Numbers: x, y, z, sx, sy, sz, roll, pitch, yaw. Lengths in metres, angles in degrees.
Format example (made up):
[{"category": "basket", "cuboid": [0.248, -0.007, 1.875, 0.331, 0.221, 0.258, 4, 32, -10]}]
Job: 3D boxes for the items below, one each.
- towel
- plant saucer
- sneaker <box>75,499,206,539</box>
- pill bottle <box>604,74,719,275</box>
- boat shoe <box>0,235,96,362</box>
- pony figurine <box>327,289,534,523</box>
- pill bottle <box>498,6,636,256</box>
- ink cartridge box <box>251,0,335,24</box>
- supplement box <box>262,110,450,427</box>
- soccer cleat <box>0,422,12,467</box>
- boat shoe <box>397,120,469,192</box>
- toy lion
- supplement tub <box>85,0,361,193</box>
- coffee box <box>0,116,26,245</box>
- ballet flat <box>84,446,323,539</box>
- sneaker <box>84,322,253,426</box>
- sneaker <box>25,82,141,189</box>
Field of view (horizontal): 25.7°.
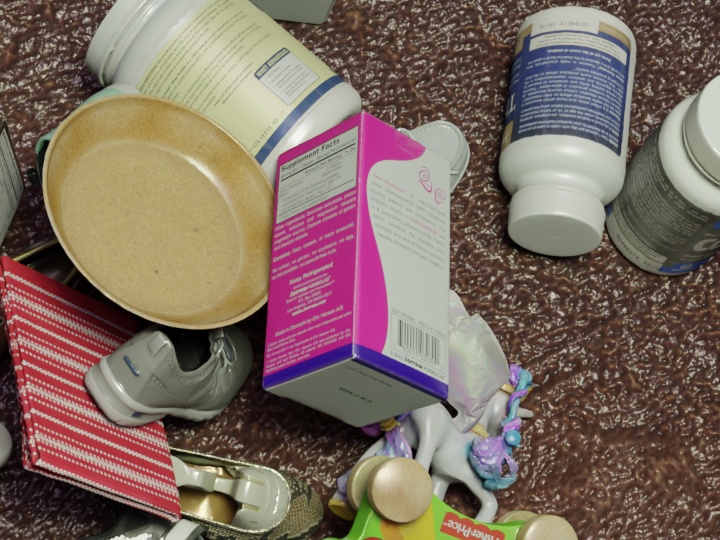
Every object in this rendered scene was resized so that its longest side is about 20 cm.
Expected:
[{"category": "towel", "cuboid": [-0.204, 0.086, 1.166, 0.144, 0.022, 0.201, 29, 29, -42]}, {"category": "plant saucer", "cuboid": [-0.149, -0.039, 1.181, 0.199, 0.035, 0.202, 18, 53, -25]}, {"category": "sneaker", "cuboid": [-0.207, 0.249, 1.173, 0.090, 0.067, 0.201, 35, 74, 10]}, {"category": "pill bottle", "cuboid": [0.293, -0.082, 1.349, 0.113, 0.200, 0.115, 4, 68, -11]}, {"category": "boat shoe", "cuboid": [-0.290, 0.030, 1.242, 0.072, 0.068, 0.200, 46, 66, 7]}, {"category": "pony figurine", "cuboid": [0.055, 0.123, 1.257, 0.193, 0.166, 0.201, 45, 58, -28]}, {"category": "pill bottle", "cuboid": [0.180, -0.120, 1.388, 0.110, 0.111, 0.202, 13, 66, -8]}, {"category": "ink cartridge box", "cuboid": [-0.094, -0.336, 1.423, 0.144, 0.084, 0.202, 3, 68, -15]}, {"category": "supplement box", "cuboid": [0.000, 0.000, 1.183, 0.101, 0.103, 0.202, 26, 56, -38]}, {"category": "soccer cleat", "cuboid": [-0.359, 0.122, 1.187, 0.198, 0.078, 0.070, 14, 34, -2]}, {"category": "boat shoe", "cuboid": [0.018, -0.069, 1.355, 0.201, 0.065, 0.075, -32, 79, -22]}, {"category": "toy lion", "cuboid": [0.039, 0.243, 1.139, 0.199, 0.069, 0.193, 22, 79, -16]}, {"category": "supplement tub", "cuboid": [-0.114, -0.149, 1.313, 0.200, 0.145, 0.145, 40, 66, 5]}, {"category": "coffee box", "cuboid": [-0.343, -0.025, 1.202, 0.112, 0.080, 0.201, 4, 48, 9]}, {"category": "ballet flat", "cuboid": [-0.121, 0.169, 1.222, 0.198, 0.075, 0.068, 15, 68, -7]}, {"category": "sneaker", "cuboid": [-0.125, 0.070, 1.210, 0.082, 0.200, 0.075, -39, 83, 20]}, {"category": "sneaker", "cuboid": [-0.188, -0.036, 1.251, 0.118, 0.073, 0.202, -40, 108, -45]}]
